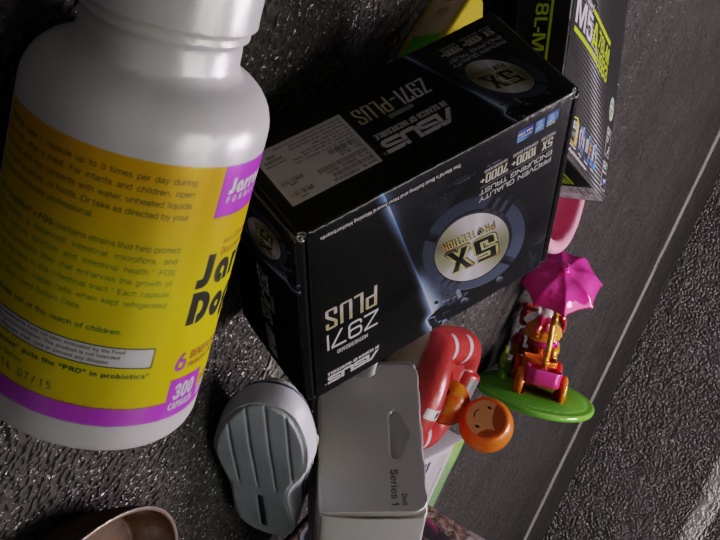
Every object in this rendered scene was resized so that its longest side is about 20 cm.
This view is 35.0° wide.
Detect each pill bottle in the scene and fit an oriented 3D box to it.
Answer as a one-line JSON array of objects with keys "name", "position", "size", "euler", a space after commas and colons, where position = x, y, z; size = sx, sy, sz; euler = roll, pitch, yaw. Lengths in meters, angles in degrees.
[{"name": "pill bottle", "position": [-0.099, -0.032, 0.479], "size": [0.104, 0.104, 0.201], "euler": [-27, 140, -57]}]

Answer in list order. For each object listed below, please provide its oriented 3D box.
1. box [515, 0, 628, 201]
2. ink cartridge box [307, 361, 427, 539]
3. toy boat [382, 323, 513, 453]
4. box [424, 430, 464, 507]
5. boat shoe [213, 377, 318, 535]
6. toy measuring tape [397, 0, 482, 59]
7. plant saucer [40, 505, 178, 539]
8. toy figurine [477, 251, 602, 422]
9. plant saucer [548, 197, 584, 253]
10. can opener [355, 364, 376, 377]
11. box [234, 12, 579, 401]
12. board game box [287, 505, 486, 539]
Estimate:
[{"name": "box", "position": [0.165, -0.169, 0.888], "size": [0.200, 0.047, 0.195], "euler": [24, 75, -66]}, {"name": "ink cartridge box", "position": [0.001, 0.190, 0.937], "size": [0.201, 0.084, 0.147], "euler": [95, -6, -46]}, {"name": "toy boat", "position": [0.085, 0.127, 1.083], "size": [0.131, 0.130, 0.200], "euler": [-65, 160, 6]}, {"name": "box", "position": [0.048, 0.263, 1.305], "size": [0.200, 0.036, 0.145], "euler": [-1, 117, -66]}, {"name": "boat shoe", "position": [-0.065, 0.127, 0.836], "size": [0.201, 0.071, 0.062], "euler": [99, 7, -55]}, {"name": "toy measuring tape", "position": [0.078, -0.162, 0.794], "size": [0.201, 0.073, 0.074], "euler": [-59, 160, -26]}, {"name": "plant saucer", "position": [-0.187, 0.225, 0.691], "size": [0.201, 0.034, 0.201], "euler": [-50, 157, -30]}, {"name": "toy figurine", "position": [0.234, 0.064, 1.405], "size": [0.200, 0.149, 0.186], "euler": [-71, 174, -77]}, {"name": "plant saucer", "position": [0.156, -0.116, 0.994], "size": [0.200, 0.050, 0.202], "euler": [4, 90, -65]}, {"name": "can opener", "position": [0.000, 0.000, 0.832], "size": [0.067, 0.053, 0.201], "euler": [-35, 145, -52]}, {"name": "box", "position": [0.024, -0.038, 0.703], "size": [0.199, 0.086, 0.164], "euler": [-28, 147, -21]}, {"name": "board game box", "position": [0.003, 0.307, 1.072], "size": [0.200, 0.159, 0.097], "euler": [-40, 149, -47]}]
